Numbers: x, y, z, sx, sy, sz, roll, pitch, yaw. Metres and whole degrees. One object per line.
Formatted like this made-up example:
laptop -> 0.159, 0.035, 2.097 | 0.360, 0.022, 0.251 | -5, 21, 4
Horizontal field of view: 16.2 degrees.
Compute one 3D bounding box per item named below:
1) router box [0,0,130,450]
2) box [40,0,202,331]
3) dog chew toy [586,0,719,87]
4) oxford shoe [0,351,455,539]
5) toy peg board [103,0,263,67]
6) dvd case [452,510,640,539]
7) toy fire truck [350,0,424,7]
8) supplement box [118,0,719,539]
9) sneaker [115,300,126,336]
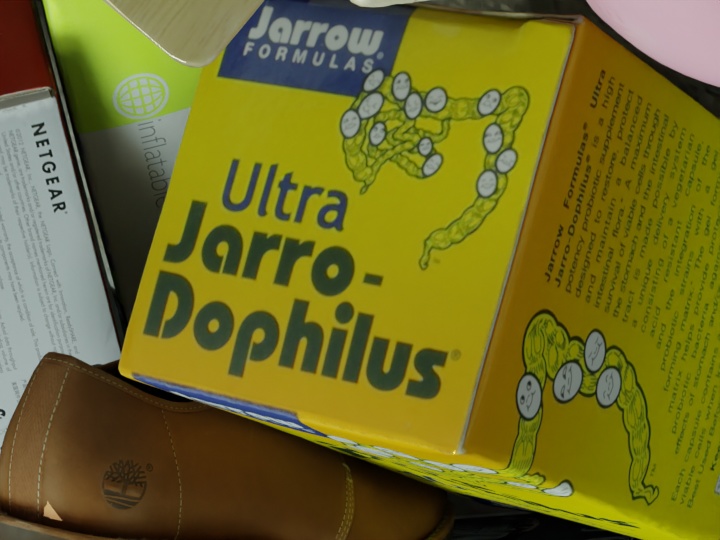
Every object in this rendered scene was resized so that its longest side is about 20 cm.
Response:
router box -> -0.108, -0.012, 0.797 | 0.049, 0.180, 0.201 | -14, 126, -5
box -> -0.067, -0.056, 0.778 | 0.047, 0.122, 0.201 | -14, 137, -5
dog chew toy -> 0.131, -0.113, 0.504 | 0.199, 0.125, 0.125 | -20, 124, 22
oxford shoe -> -0.028, 0.053, 0.735 | 0.071, 0.072, 0.200 | 9, -179, 31
toy peg board -> -0.047, -0.175, 0.507 | 0.199, 0.200, 0.098 | 39, -173, -8
dvd case -> 0.043, 0.105, 0.807 | 0.199, 0.150, 0.025 | -8, 97, 21
toy fire truck -> 0.011, -0.110, 0.614 | 0.199, 0.141, 0.049 | 28, 149, 11
supplement box -> 0.045, 0.007, 0.695 | 0.108, 0.110, 0.200 | 11, 172, 34
sneaker -> -0.179, 0.014, 1.033 | 0.200, 0.072, 0.083 | 36, 150, -3
